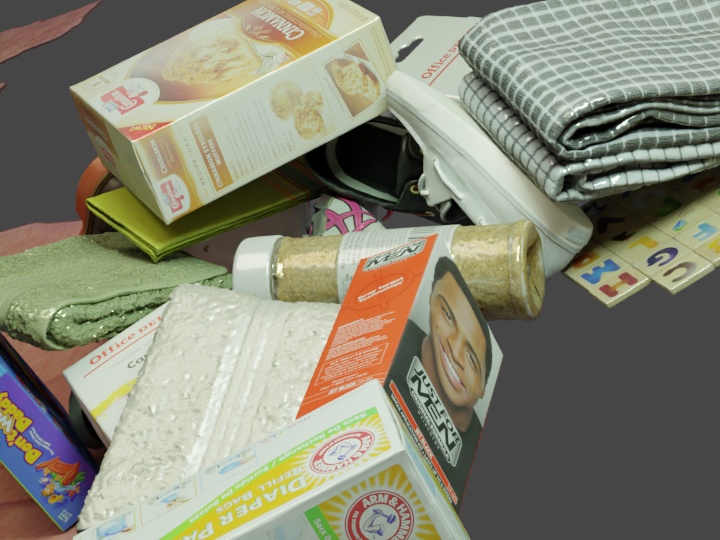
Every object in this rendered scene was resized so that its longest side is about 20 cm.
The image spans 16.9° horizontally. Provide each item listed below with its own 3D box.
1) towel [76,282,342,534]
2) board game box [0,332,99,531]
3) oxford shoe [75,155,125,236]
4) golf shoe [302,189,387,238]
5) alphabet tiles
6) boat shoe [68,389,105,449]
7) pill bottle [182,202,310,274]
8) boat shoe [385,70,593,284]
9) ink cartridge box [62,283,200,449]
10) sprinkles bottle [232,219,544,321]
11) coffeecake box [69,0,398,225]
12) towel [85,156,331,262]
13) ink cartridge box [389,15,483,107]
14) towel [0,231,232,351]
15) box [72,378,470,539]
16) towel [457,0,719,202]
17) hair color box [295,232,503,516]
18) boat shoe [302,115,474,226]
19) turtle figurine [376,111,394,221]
[{"bbox_3d":[-0.087,0.097,1.504,0.132,0.034,0.200,8,59,18],"label":"towel"},{"bbox_3d":[-0.253,0.093,1.731,0.045,0.134,0.200,-39,21,-4],"label":"board game box"},{"bbox_3d":[-0.183,-0.010,1.895,0.071,0.200,0.073,-35,65,-23],"label":"oxford shoe"},{"bbox_3d":[0.000,0.000,1.744,0.092,0.073,0.200,4,25,6],"label":"golf shoe"},{"bbox_3d":[0.211,-0.036,1.619,0.166,0.006,0.200,-31,20,-6],"label":"alphabet tiles"},{"bbox_3d":[-0.147,0.052,1.784,0.066,0.075,0.199,-14,26,30],"label":"boat shoe"},{"bbox_3d":[-0.092,-0.076,1.962,0.110,0.110,0.200,-25,21,12],"label":"pill bottle"},{"bbox_3d":[0.076,-0.062,1.665,0.069,0.200,0.072,-53,-27,12],"label":"boat shoe"},{"bbox_3d":[-0.121,0.085,1.622,0.116,0.068,0.200,-33,34,-10],"label":"ink cartridge box"},{"bbox_3d":[0.018,0.006,1.597,0.200,0.068,0.068,-4,28,16],"label":"sprinkles bottle"},{"bbox_3d":[-0.090,-0.128,1.760,0.200,0.073,0.154,-28,28,-13],"label":"coffeecake box"},{"bbox_3d":[-0.100,-0.058,1.798,0.200,0.018,0.086,-22,41,-38],"label":"towel"},{"bbox_3d":[0.109,-0.129,1.803,0.200,0.067,0.117,10,40,31],"label":"ink cartridge box"},{"bbox_3d":[-0.195,0.010,1.722,0.148,0.036,0.200,15,21,38],"label":"towel"},{"bbox_3d":[-0.045,0.164,1.332,0.200,0.113,0.101,-27,21,2],"label":"box"},{"bbox_3d":[0.184,-0.127,1.629,0.200,0.086,0.166,-13,31,-18],"label":"towel"},{"bbox_3d":[0.027,0.070,1.473,0.061,0.102,0.200,-20,23,21],"label":"hair color box"},{"bbox_3d":[0.048,-0.069,1.746,0.201,0.074,0.063,17,12,32],"label":"boat shoe"},{"bbox_3d":[-0.001,-0.118,1.915,0.101,0.150,0.200,-44,19,3],"label":"turtle figurine"}]
